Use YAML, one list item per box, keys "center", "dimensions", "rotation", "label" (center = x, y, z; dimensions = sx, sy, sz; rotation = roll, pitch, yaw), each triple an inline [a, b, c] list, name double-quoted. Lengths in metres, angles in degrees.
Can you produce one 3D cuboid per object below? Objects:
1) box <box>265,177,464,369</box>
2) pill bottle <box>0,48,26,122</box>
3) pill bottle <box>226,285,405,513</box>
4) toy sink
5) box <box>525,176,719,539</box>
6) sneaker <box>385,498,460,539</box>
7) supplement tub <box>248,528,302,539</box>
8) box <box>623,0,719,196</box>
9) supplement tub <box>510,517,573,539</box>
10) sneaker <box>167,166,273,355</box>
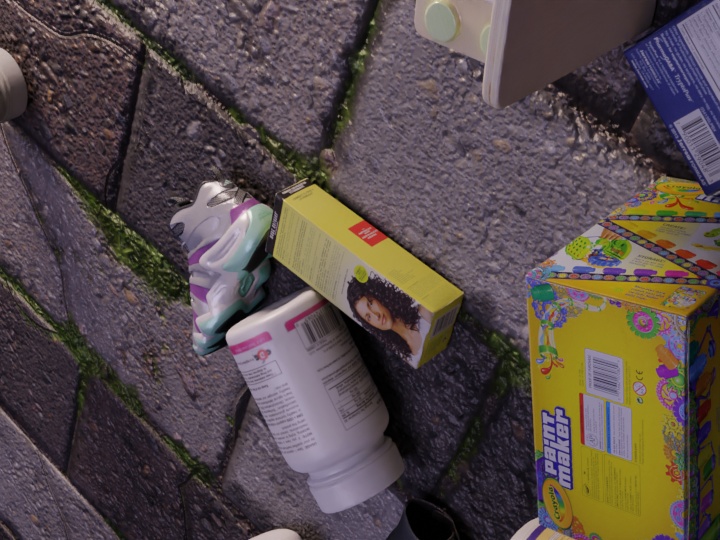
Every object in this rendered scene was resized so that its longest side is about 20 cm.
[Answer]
- center: [0.000, 0.000, 1.210]
  dimensions: [0.199, 0.050, 0.076]
  rotation: [37, 134, 25]
  label: "box"
- center: [-0.477, -0.182, 1.457]
  dimensions: [0.112, 0.199, 0.114]
  rotation: [24, 128, 34]
  label: "pill bottle"
- center: [-0.041, 0.126, 1.275]
  dimensions: [0.113, 0.113, 0.202]
  rotation: [-21, 97, 49]
  label: "pill bottle"
- center: [0.110, -0.210, 0.862]
  dimensions: [0.111, 0.199, 0.132]
  rotation: [28, 131, 30]
  label: "toy sink"
- center: [0.221, 0.068, 0.918]
  dimensions: [0.121, 0.192, 0.202]
  rotation: [15, 122, 38]
  label: "box"
- center: [0.096, 0.322, 1.280]
  dimensions: [0.200, 0.074, 0.107]
  rotation: [40, 138, 23]
  label: "sneaker"
- center: [-0.091, 0.411, 1.469]
  dimensions: [0.144, 0.144, 0.202]
  rotation: [-21, 97, 49]
  label: "supplement tub"
- center: [0.279, -0.142, 0.859]
  dimensions: [0.199, 0.032, 0.122]
  rotation: [-30, 91, 51]
  label: "box"
- center: [0.221, 0.293, 1.086]
  dimensions: [0.198, 0.145, 0.147]
  rotation: [6, 117, 43]
  label: "supplement tub"
- center: [-0.158, -0.019, 1.346]
  dimensions: [0.140, 0.077, 0.201]
  rotation: [43, 127, 20]
  label: "sneaker"
